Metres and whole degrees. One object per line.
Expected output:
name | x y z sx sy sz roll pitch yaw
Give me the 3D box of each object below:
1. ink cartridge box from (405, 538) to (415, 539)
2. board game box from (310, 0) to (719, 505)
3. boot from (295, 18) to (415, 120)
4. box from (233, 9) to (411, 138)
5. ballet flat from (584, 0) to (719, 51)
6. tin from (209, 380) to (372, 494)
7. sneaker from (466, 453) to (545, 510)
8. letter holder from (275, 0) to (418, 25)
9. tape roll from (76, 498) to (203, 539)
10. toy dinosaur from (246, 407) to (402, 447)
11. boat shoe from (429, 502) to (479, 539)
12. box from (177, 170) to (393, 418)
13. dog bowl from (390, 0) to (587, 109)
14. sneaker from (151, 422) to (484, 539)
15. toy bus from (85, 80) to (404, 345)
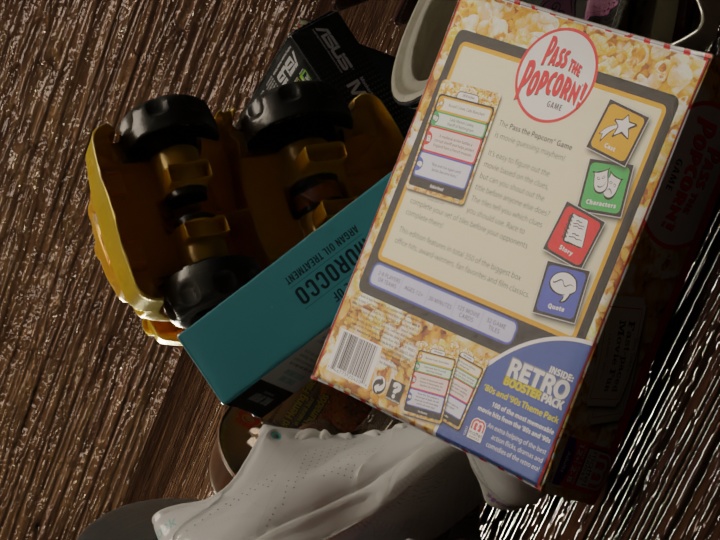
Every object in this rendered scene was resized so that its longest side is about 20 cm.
ink cartridge box | 0.031 0.226 0.932 0.200 0.083 0.146 -91 22 -68
board game box | 0.076 -0.016 1.024 0.151 0.046 0.201 24 93 42
boot | 0.012 -0.096 1.574 0.204 0.153 0.074 -82 14 -58
box | -0.006 -0.047 1.513 0.047 0.193 0.200 -32 -9 -25
ballet flat | 0.137 -0.098 1.080 0.071 0.069 0.201 -9 62 46
tin | -0.024 0.098 1.428 0.200 0.112 0.042 -56 -6 -51
sneaker | 0.064 0.024 1.122 0.100 0.075 0.201 110 158 -57
letter holder | 0.052 -0.227 1.497 0.200 0.101 0.142 -33 -22 -41
tape roll | -0.084 0.221 1.310 0.200 0.200 0.066 -85 16 -61
toy dinosaur | 0.033 0.093 1.298 0.200 0.135 0.086 -46 60 20
boat shoe | 0.006 0.197 1.213 0.073 0.074 0.201 123 171 -78
box | 0.000 0.000 1.248 0.200 0.049 0.082 -37 -14 4
dog bowl | 0.102 -0.163 1.298 0.200 0.074 0.200 -53 17 23
sneaker | -0.013 0.105 1.160 0.089 0.200 0.075 47 148 33
toy bus | -0.084 -0.013 1.391 0.192 0.199 0.136 -47 56 56
